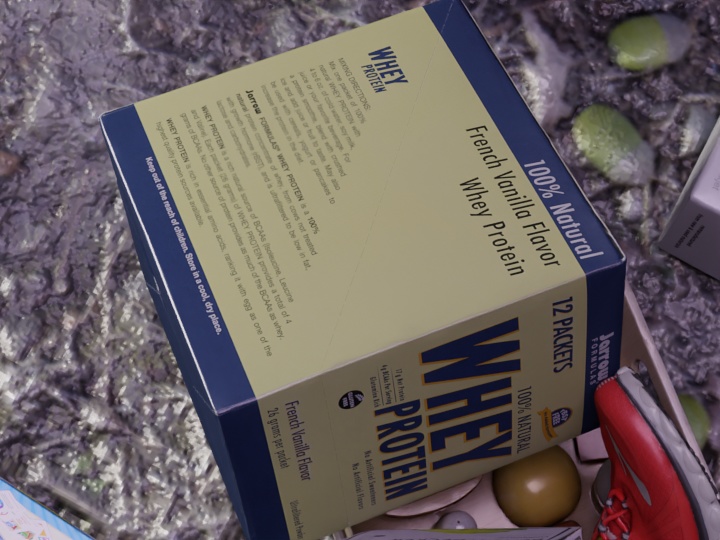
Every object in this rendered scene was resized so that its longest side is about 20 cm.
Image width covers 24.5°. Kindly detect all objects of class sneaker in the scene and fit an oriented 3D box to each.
[{"bbox_3d":[0.136,0.146,0.816,0.084,0.077,0.202,-17,113,-4],"label":"sneaker"}]

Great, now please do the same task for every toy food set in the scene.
[{"bbox_3d":[0.075,0.099,0.875,0.198,0.060,0.145,-19,75,-10],"label":"toy food set"}]

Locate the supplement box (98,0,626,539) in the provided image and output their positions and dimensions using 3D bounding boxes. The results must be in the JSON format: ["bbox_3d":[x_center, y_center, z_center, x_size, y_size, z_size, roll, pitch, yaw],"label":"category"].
[{"bbox_3d":[0.000,0.000,0.832,0.198,0.135,0.201,-20,53,-10],"label":"supplement box"}]

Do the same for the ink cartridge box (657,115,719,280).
[{"bbox_3d":[0.289,-0.038,0.922,0.199,0.084,0.146,28,72,5],"label":"ink cartridge box"}]

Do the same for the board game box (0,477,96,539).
[{"bbox_3d":[-0.216,0.167,0.847,0.199,0.034,0.135,32,73,6],"label":"board game box"}]

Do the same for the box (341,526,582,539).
[{"bbox_3d":[0.052,0.225,0.785,0.115,0.060,0.202,-6,88,21],"label":"box"}]
